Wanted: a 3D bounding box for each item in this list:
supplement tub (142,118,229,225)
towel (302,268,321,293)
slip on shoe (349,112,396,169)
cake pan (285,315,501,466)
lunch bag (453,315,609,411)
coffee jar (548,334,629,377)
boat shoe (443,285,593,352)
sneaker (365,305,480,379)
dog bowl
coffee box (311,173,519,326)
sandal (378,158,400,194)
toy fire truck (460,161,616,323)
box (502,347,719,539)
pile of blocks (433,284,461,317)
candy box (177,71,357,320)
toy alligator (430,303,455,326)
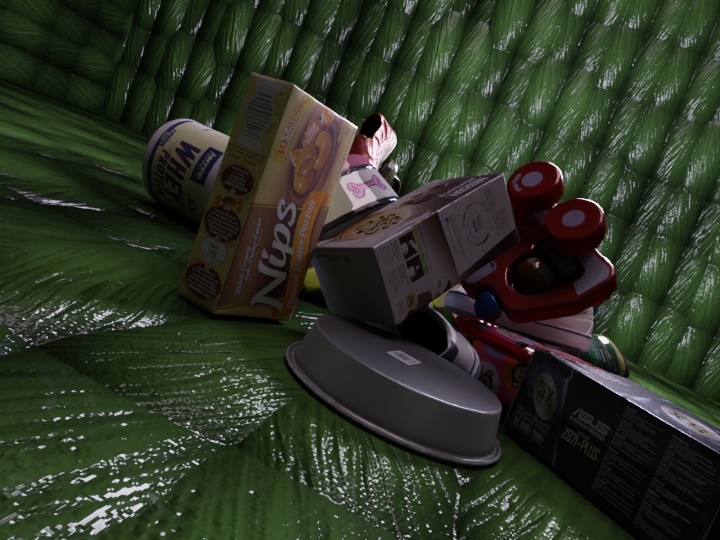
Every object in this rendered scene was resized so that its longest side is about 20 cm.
[{"bbox_3d":[-0.229,-0.140,0.970,0.196,0.149,0.144,26,6,24],"label":"supplement tub"},{"bbox_3d":[0.000,0.000,0.849,0.195,0.019,0.086,-10,14,-26],"label":"towel"},{"bbox_3d":[-0.002,-0.173,0.944,0.072,0.202,0.062,-7,-52,36],"label":"slip on shoe"},{"bbox_3d":[0.033,0.091,0.516,0.196,0.038,0.200,24,6,-3],"label":"cake pan"},{"bbox_3d":[0.189,0.120,0.716,0.197,0.084,0.175,21,2,-36],"label":"lunch bag"},{"bbox_3d":[0.307,0.135,0.888,0.197,0.104,0.087,18,38,-44],"label":"coffee jar"},{"bbox_3d":[0.200,0.043,0.766,0.194,0.072,0.071,16,-9,-4],"label":"boat shoe"},{"bbox_3d":[0.054,0.053,0.680,0.199,0.073,0.071,32,-15,47],"label":"sneaker"},{"bbox_3d":[-0.049,-0.064,0.746,0.075,0.197,0.200,61,11,5],"label":"dog bowl"},{"bbox_3d":[0.060,-0.027,0.643,0.198,0.082,0.112,-30,19,-33],"label":"coffee box"},{"bbox_3d":[0.038,-0.135,1.037,0.057,0.081,0.201,33,0,-6],"label":"sandal"},{"bbox_3d":[0.189,-0.015,0.712,0.113,0.165,0.202,57,4,-42],"label":"toy fire truck"},{"bbox_3d":[0.254,0.161,0.540,0.161,0.088,0.199,19,8,-33],"label":"box"},{"bbox_3d":[0.120,0.055,0.837,0.200,0.063,0.082,46,-42,-10],"label":"pile of blocks"},{"bbox_3d":[-0.082,-0.060,0.569,0.054,0.205,0.115,23,5,30],"label":"candy box"},{"bbox_3d":[0.038,0.057,0.800,0.196,0.061,0.054,19,45,37],"label":"toy alligator"}]
